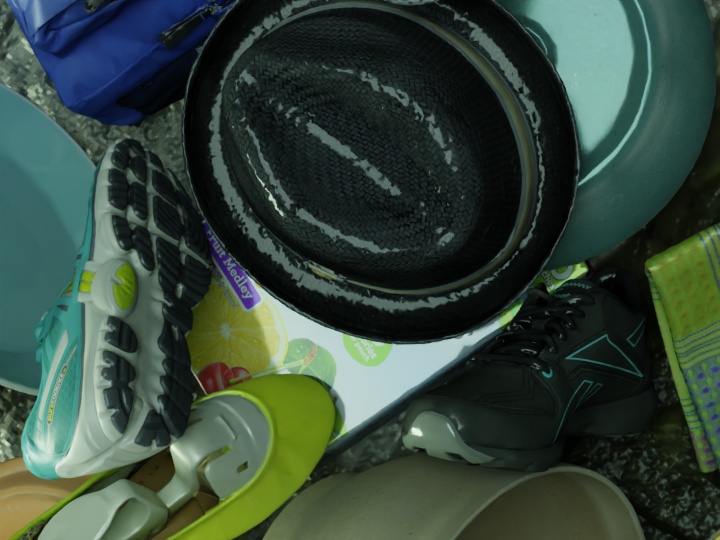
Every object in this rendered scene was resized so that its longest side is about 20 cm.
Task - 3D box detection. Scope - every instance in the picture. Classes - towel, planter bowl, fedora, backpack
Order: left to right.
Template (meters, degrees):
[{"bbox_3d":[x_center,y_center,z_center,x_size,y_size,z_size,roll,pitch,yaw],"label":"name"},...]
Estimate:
[{"bbox_3d":[-0.090,-0.184,1.230,0.200,0.168,0.163,-30,86,6],"label":"backpack"},{"bbox_3d":[0.002,-0.058,1.140,0.200,0.092,0.201,1,93,11],"label":"fedora"},{"bbox_3d":[0.028,0.172,1.175,0.135,0.200,0.201,18,90,41],"label":"planter bowl"},{"bbox_3d":[0.243,0.015,1.154,0.199,0.023,0.144,-19,120,1],"label":"towel"}]

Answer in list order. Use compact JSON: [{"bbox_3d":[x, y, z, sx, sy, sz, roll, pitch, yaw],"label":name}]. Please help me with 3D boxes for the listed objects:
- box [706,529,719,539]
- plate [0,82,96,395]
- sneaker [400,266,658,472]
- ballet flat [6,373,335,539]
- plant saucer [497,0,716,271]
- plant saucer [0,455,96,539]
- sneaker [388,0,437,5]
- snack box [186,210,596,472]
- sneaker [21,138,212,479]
[{"bbox_3d":[0.232,0.191,1.106,0.122,0.200,0.193,-41,79,7],"label":"box"},{"bbox_3d":[-0.192,-0.019,1.233,0.026,0.200,0.201,-36,78,32],"label":"plate"},{"bbox_3d":[0.080,0.045,1.146,0.075,0.200,0.080,11,102,28],"label":"sneaker"},{"bbox_3d":[-0.095,0.108,1.167,0.200,0.067,0.067,-35,64,-14],"label":"ballet flat"},{"bbox_3d":[0.075,-0.100,1.201,0.199,0.036,0.201,-1,83,10],"label":"plant saucer"},{"bbox_3d":[-0.158,0.193,1.232,0.200,0.032,0.201,-1,88,31],"label":"plant saucer"},{"bbox_3d":[0.044,-0.226,1.144,0.075,0.115,0.200,-2,42,34],"label":"sneaker"},{"bbox_3d":[0.000,0.000,1.249,0.200,0.053,0.142,-34,81,7],"label":"snack box"},{"bbox_3d":[-0.127,0.015,1.185,0.080,0.077,0.200,-26,38,30],"label":"sneaker"}]
